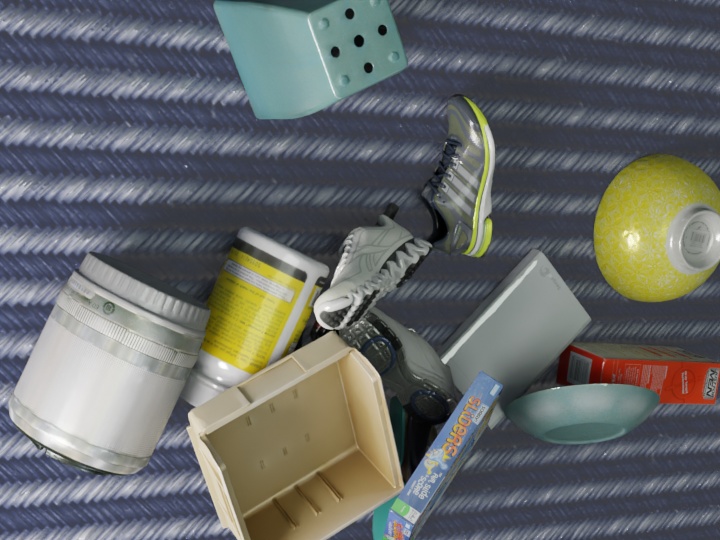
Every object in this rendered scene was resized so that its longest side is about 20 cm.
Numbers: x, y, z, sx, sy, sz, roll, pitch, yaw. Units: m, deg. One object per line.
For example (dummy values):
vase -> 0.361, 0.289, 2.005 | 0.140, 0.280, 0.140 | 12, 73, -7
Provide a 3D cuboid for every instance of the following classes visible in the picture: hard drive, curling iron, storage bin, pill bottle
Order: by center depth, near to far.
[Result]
storage bin -> -0.069, 0.199, 1.299 | 0.199, 0.094, 0.200 | -28, 131, -19
pill bottle -> -0.124, 0.064, 1.327 | 0.113, 0.114, 0.202 | 25, 90, -27
curling iron -> -0.005, 0.008, 1.413 | 0.049, 0.025, 0.202 | 36, 74, -41
hard drive -> 0.197, 0.089, 1.533 | 0.200, 0.026, 0.132 | -45, 115, -10

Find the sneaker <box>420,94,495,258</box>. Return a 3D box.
sneaker -> 0.115, -0.110, 1.428 | 0.080, 0.074, 0.203 | -7, 102, -20

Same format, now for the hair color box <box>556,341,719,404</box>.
hair color box -> 0.373, 0.137, 1.583 | 0.198, 0.101, 0.062 | 4, 98, -25

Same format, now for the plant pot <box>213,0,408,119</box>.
plant pot -> -0.041, -0.244, 1.253 | 0.140, 0.200, 0.143 | -27, 112, -17

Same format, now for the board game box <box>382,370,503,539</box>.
board game box -> 0.096, 0.228, 1.392 | 0.034, 0.136, 0.201 | 31, 67, 13

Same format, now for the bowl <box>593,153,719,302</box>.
bowl -> 0.420, -0.048, 1.563 | 0.198, 0.107, 0.203 | -6, 104, -24

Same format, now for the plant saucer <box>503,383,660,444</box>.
plant saucer -> 0.283, 0.189, 1.502 | 0.199, 0.201, 0.039 | 8, 65, -26

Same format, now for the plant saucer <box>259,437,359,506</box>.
plant saucer -> -0.055, 0.215, 1.409 | 0.198, 0.029, 0.203 | -7, 105, -27

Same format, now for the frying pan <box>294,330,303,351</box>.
frying pan -> -0.092, 0.139, 1.402 | 0.114, 0.031, 0.192 | -29, 110, -20

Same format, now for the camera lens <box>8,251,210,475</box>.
camera lens -> -0.264, 0.101, 1.243 | 0.159, 0.160, 0.202 | 26, 89, -27

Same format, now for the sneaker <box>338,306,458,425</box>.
sneaker -> 0.043, 0.101, 1.421 | 0.074, 0.088, 0.200 | -30, 119, 24

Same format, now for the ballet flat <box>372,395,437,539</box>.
ballet flat -> 0.063, 0.252, 1.482 | 0.072, 0.073, 0.203 | 4, 97, -26

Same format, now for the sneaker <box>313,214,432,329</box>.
sneaker -> 0.000, 0.000, 1.337 | 0.081, 0.075, 0.200 | 45, 40, 7
